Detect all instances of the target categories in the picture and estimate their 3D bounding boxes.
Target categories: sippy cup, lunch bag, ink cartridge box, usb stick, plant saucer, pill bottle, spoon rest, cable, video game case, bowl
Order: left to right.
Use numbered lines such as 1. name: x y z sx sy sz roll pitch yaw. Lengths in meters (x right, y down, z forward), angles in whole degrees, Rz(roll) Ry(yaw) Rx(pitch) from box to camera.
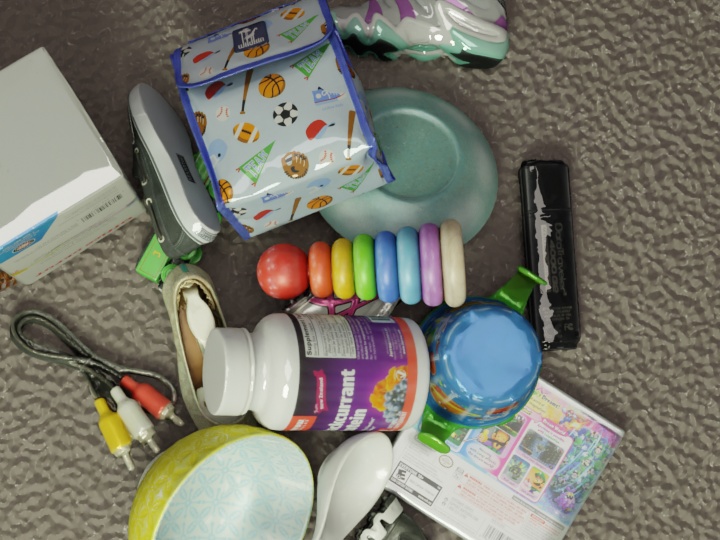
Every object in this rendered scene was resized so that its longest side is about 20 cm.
1. ink cartridge box: -0.311 -0.093 1.418 0.147 0.200 0.145 -32 85 -7
2. cable: -0.256 0.100 1.480 0.097 0.050 0.200 -41 87 -24
3. bowl: -0.153 0.228 1.440 0.108 0.200 0.200 25 80 41
4. lunch bag: -0.081 -0.160 1.441 0.170 0.124 0.200 -19 69 4
5. pill bottle: -0.044 0.097 1.424 0.200 0.111 0.112 2 84 -20
6. spoon rest: -0.035 0.236 1.438 0.061 0.099 0.200 31 63 36
7. plant saucer: 0.045 -0.108 1.502 0.201 0.039 0.201 3 64 -7
8. sippy cup: 0.119 0.086 1.456 0.139 0.130 0.178 -4 83 -5
9. video game case: 0.141 0.189 1.524 0.200 0.024 0.182 32 82 -1
10. usb stick: 0.196 -0.017 1.544 0.055 0.033 0.200 -3 85 -12

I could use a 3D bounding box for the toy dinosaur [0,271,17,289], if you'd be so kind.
1. toy dinosaur: -0.425 0.060 1.452 0.200 0.102 0.136 -41 74 -4

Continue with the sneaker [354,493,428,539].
1. sneaker: -0.002 0.323 1.476 0.090 0.066 0.200 41 80 2

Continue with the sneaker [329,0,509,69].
1. sneaker: 0.058 -0.289 1.540 0.200 0.078 0.140 7 81 -12

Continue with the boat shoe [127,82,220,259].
1. boat shoe: -0.199 -0.100 1.476 0.057 0.069 0.200 -36 58 19

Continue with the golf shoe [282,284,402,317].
1. golf shoe: -0.011 0.041 1.498 0.200 0.073 0.092 -34 88 -7

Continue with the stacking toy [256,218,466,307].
1. stacking toy: 0.000 0.000 1.435 0.200 0.085 0.086 -5 85 2

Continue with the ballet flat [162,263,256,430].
1. ballet flat: -0.150 0.091 1.465 0.067 0.062 0.200 -21 100 -12

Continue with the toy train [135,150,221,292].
1. toy train: -0.164 -0.071 1.513 0.056 0.042 0.200 26 83 8
